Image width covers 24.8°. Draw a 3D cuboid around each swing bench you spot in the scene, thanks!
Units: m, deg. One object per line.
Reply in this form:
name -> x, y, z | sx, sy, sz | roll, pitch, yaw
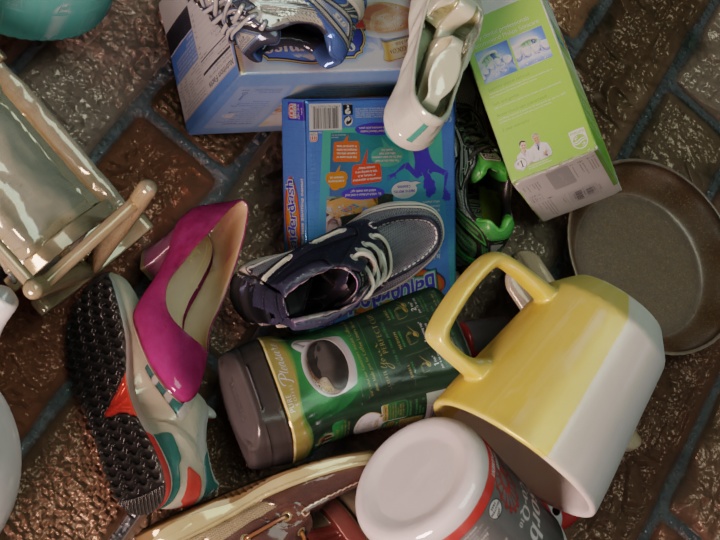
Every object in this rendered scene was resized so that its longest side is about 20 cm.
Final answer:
swing bench -> -0.266, -0.080, 1.249 | 0.130, 0.200, 0.199 | -42, 91, -12

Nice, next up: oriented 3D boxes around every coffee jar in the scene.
coffee jar -> -0.013, 0.089, 1.334 | 0.199, 0.085, 0.105 | -15, 64, -13

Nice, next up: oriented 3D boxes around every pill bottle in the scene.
pill bottle -> 0.093, 0.213, 1.283 | 0.200, 0.116, 0.116 | 48, 52, -37

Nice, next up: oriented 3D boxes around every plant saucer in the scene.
plant saucer -> 0.277, -0.010, 1.583 | 0.200, 0.037, 0.201 | 10, 67, -24

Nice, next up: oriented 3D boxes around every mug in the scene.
mug -> 0.154, 0.079, 1.261 | 0.149, 0.187, 0.153 | 28, 73, 33

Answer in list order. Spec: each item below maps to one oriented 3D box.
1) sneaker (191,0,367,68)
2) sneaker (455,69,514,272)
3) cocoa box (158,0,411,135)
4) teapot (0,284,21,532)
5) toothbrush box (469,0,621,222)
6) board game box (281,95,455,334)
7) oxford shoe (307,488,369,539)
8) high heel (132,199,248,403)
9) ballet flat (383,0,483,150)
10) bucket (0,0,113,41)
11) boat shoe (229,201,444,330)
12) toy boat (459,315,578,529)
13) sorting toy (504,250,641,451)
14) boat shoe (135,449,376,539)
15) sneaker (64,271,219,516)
sneaker -> -0.089, -0.215, 1.298 | 0.199, 0.077, 0.086 | 14, 72, -18
sneaker -> 0.105, -0.105, 1.503 | 0.078, 0.085, 0.201 | -4, 72, -28
cocoa box -> -0.053, -0.204, 1.430 | 0.199, 0.133, 0.132 | -5, 74, -28
teapot -> -0.324, 0.132, 1.150 | 0.197, 0.146, 0.201 | -11, 77, -30
toothbrush box -> 0.159, -0.164, 1.501 | 0.086, 0.146, 0.201 | -23, 71, 11
board game box -> 0.009, -0.050, 1.409 | 0.152, 0.045, 0.201 | -4, 98, -29
oxford shoe -> 0.037, 0.248, 1.337 | 0.075, 0.070, 0.200 | -36, 89, -35
high heel -> -0.125, 0.017, 1.280 | 0.067, 0.096, 0.200 | 48, 17, -38
ballet flat -> 0.072, -0.193, 1.376 | 0.069, 0.069, 0.201 | 24, 64, -17
bucket -> -0.267, -0.295, 1.327 | 0.207, 0.135, 0.208 | 17, 43, -17
boat shoe -> 0.000, 0.000, 1.330 | 0.200, 0.093, 0.075 | -24, 108, -23
toy boat -> 0.136, 0.128, 1.399 | 0.130, 0.131, 0.201 | -8, 74, -29
sorting toy -> 0.181, 0.069, 1.442 | 0.036, 0.200, 0.185 | -34, 89, 10
boat shoe -> -0.072, 0.200, 1.280 | 0.199, 0.072, 0.072 | -21, 86, -12
sneaker -> -0.168, 0.098, 1.302 | 0.093, 0.070, 0.200 | 8, 57, -52
